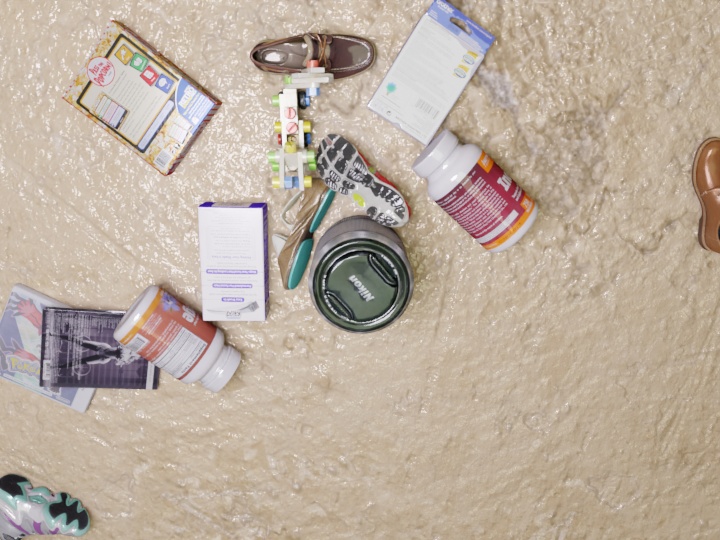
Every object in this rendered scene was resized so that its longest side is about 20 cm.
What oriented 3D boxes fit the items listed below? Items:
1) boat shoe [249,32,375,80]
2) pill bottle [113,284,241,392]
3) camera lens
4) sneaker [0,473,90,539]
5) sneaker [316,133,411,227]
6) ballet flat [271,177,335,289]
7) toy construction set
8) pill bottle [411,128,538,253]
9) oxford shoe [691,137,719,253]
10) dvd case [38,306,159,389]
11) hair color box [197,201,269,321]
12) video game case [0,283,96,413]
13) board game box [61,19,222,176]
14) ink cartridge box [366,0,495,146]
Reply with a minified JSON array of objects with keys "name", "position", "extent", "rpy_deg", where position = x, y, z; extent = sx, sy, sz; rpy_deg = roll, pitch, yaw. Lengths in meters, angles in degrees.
[{"name":"boat shoe","position":[-0.075,-0.338,0.952],"extent":[0.199,0.072,0.072],"rpy_deg":[2,105,-1]},{"name":"pill bottle","position":[-0.311,0.124,1.051],"extent":[0.200,0.112,0.112],"rpy_deg":[39,102,-20]},{"name":"camera lens","position":[0.000,0.000,0.979],"extent":[0.159,0.200,0.161],"rpy_deg":[0,105,-1]},{"name":"sneaker","position":[-0.633,0.496,1.180],"extent":[0.200,0.078,0.140],"rpy_deg":[28,105,2]},{"name":"sneaker","position":[0.005,-0.143,1.006],"extent":[0.077,0.085,0.200],"rpy_deg":[-46,79,16]},{"name":"ballet flat","position":[-0.109,-0.068,1.035],"extent":[0.072,0.068,0.201],"rpy_deg":[26,104,14]},{"name":"toy construction set","position":[-0.102,-0.229,0.951],"extent":[0.092,0.131,0.201],"rpy_deg":[12,105,-4]},{"name":"pill bottle","position":[0.184,-0.131,0.989],"extent":[0.200,0.113,0.113],"rpy_deg":[41,101,-11]},{"name":"oxford shoe","position":[0.610,-0.124,1.018],"extent":[0.071,0.071,0.201],"rpy_deg":[-13,103,5]},{"name":"dvd case","position":[-0.461,0.141,1.083],"extent":[0.199,0.016,0.149],"rpy_deg":[5,106,-18]},{"name":"hair color box","position":[-0.216,-0.015,1.044],"extent":[0.109,0.065,0.201],"rpy_deg":[1,104,-1]},{"name":"video game case","position":[-0.564,0.145,1.106],"extent":[0.200,0.023,0.183],"rpy_deg":[26,103,-7]},{"name":"board game box","position":[-0.351,-0.275,0.980],"extent":[0.200,0.046,0.152],"rpy_deg":[38,102,-10]},{"name":"ink cartridge box","position":[0.111,-0.318,0.976],"extent":[0.119,0.042,0.200],"rpy_deg":[31,105,-8]}]
